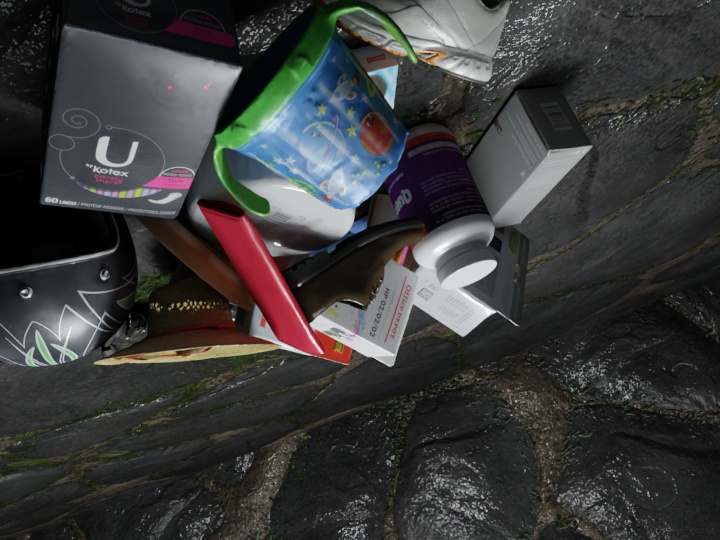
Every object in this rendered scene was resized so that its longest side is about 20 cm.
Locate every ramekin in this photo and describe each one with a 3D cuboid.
[{"bbox_3d":[-0.096,-0.092,0.677,0.197,0.099,0.201,-3,157,-1],"label":"ramekin"}]

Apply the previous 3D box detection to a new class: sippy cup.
[{"bbox_3d":[-0.034,-0.126,0.528,0.130,0.141,0.177,39,147,-25],"label":"sippy cup"}]

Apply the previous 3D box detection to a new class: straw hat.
[{"bbox_3d":[-0.186,0.051,0.682,0.198,0.086,0.201,-7,170,-1],"label":"straw hat"}]

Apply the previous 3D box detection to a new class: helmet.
[{"bbox_3d":[-0.318,0.001,0.623,0.197,0.193,0.200,-15,160,-6],"label":"helmet"}]

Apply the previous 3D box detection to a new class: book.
[{"bbox_3d":[0.038,0.004,0.936,0.047,0.203,0.134,9,169,20],"label":"book"}]

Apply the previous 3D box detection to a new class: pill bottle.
[{"bbox_3d":[0.103,-0.082,0.814,0.111,0.202,0.113,-18,159,-7],"label":"pill bottle"}]

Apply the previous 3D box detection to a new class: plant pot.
[{"bbox_3d":[-0.190,-0.031,0.706,0.028,0.200,0.200,-47,159,-4],"label":"plant pot"}]

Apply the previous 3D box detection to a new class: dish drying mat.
[{"bbox_3d":[-0.098,0.011,0.640,0.018,0.076,0.201,-46,134,-26],"label":"dish drying mat"}]

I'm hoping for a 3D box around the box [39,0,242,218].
[{"bbox_3d":[-0.187,-0.144,0.503,0.121,0.107,0.200,3,150,-30],"label":"box"}]

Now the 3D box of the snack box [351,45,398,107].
[{"bbox_3d":[-0.022,-0.168,0.715,0.115,0.038,0.200,-16,159,-7],"label":"snack box"}]

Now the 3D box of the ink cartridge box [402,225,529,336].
[{"bbox_3d":[0.163,-0.012,0.953,0.174,0.201,0.084,33,136,-11],"label":"ink cartridge box"}]

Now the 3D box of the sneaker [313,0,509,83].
[{"bbox_3d":[0.051,-0.246,0.574,0.198,0.076,0.093,7,115,-30],"label":"sneaker"}]

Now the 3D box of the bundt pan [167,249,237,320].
[{"bbox_3d":[-0.178,0.025,0.900,0.199,0.077,0.202,14,166,3],"label":"bundt pan"}]

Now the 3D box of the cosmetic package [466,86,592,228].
[{"bbox_3d":[0.225,-0.154,0.892,0.089,0.108,0.200,-12,156,-26],"label":"cosmetic package"}]

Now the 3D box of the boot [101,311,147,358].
[{"bbox_3d":[-0.332,0.077,1.002,0.172,0.070,0.200,-14,166,-26],"label":"boot"}]

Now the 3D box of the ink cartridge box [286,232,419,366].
[{"bbox_3d":[0.001,0.035,0.802,0.199,0.116,0.068,30,158,-26],"label":"ink cartridge box"}]

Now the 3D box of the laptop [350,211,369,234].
[{"bbox_3d":[0.026,-0.010,1.057,0.102,0.203,0.177,11,173,27],"label":"laptop"}]

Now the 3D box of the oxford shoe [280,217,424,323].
[{"bbox_3d":[0.000,0.000,0.725,0.198,0.085,0.073,-29,-176,-20],"label":"oxford shoe"}]

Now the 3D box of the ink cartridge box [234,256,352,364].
[{"bbox_3d":[-0.064,0.032,0.838,0.198,0.165,0.050,21,164,-35],"label":"ink cartridge box"}]
